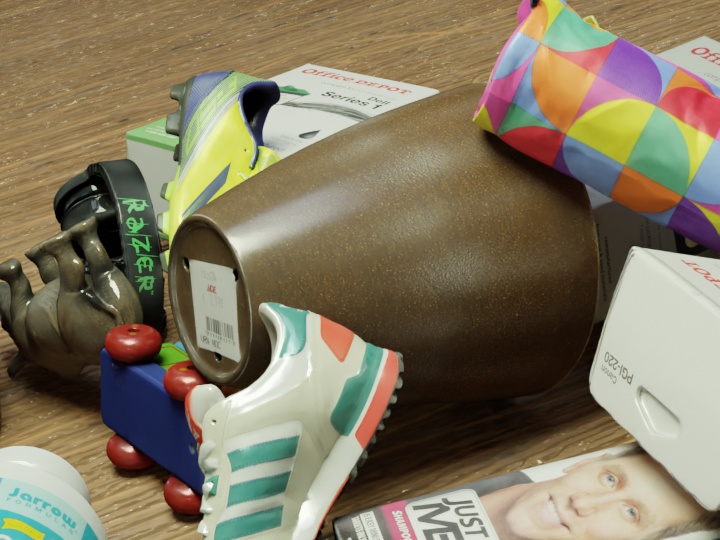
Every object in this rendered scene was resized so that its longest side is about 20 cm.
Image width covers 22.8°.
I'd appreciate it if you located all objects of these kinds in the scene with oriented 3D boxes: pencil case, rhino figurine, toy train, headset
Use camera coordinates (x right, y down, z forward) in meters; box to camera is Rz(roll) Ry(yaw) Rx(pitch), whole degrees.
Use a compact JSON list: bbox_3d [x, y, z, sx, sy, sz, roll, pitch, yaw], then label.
[{"bbox_3d":[0.157,-0.075,0.954,0.199,0.089,0.088,31,36,7],"label":"pencil case"},{"bbox_3d":[-0.198,0.027,1.151,0.060,0.088,0.200,-30,6,-30],"label":"rhino figurine"},{"bbox_3d":[-0.060,0.088,1.031,0.115,0.085,0.199,-11,22,-34],"label":"toy train"},{"bbox_3d":[-0.158,-0.010,1.223,0.093,0.125,0.200,-8,-1,-21],"label":"headset"}]

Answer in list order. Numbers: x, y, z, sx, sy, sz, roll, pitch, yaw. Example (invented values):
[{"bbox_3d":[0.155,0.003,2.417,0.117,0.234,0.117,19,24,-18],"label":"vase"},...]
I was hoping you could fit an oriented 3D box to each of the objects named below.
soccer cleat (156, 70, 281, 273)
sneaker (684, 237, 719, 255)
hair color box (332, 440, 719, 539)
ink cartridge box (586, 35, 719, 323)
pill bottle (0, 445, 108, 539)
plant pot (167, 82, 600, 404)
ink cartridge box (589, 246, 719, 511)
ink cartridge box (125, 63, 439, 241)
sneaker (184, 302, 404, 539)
[{"bbox_3d":[-0.085,-0.046,1.156,0.083,0.065,0.202,-3,59,4],"label":"soccer cleat"},{"bbox_3d":[0.272,-0.001,1.027,0.199,0.079,0.080,28,65,-2],"label":"sneaker"},{"bbox_3d":[0.094,0.144,0.869,0.198,0.061,0.100,-13,26,-7],"label":"hair color box"},{"bbox_3d":[0.186,-0.064,1.132,0.199,0.084,0.145,-23,32,-19],"label":"ink cartridge box"},{"bbox_3d":[-0.183,0.168,0.867,0.110,0.112,0.200,-7,27,7],"label":"pill bottle"},{"bbox_3d":[0.000,0.000,1.007,0.199,0.189,0.186,-12,23,-33],"label":"plant pot"},{"bbox_3d":[0.233,0.061,0.875,0.198,0.085,0.146,6,19,-23],"label":"ink cartridge box"},{"bbox_3d":[-0.052,-0.082,1.328,0.145,0.085,0.199,16,31,38],"label":"ink cartridge box"},{"bbox_3d":[-0.059,0.108,0.887,0.201,0.093,0.070,-61,4,-17],"label":"sneaker"}]
